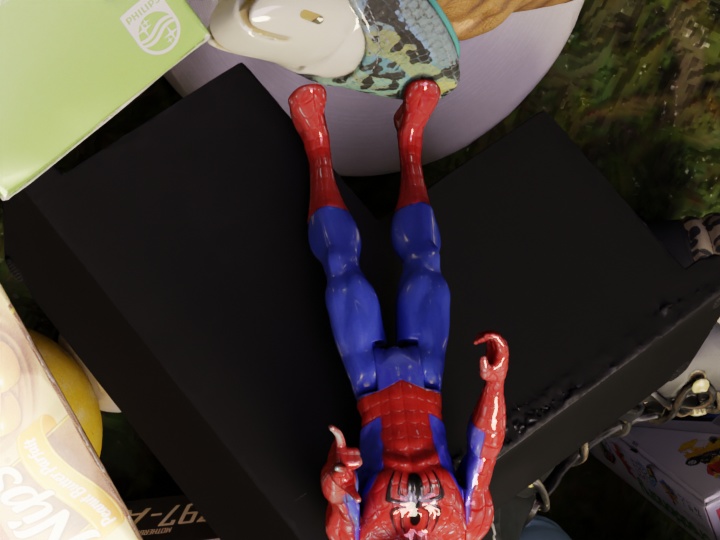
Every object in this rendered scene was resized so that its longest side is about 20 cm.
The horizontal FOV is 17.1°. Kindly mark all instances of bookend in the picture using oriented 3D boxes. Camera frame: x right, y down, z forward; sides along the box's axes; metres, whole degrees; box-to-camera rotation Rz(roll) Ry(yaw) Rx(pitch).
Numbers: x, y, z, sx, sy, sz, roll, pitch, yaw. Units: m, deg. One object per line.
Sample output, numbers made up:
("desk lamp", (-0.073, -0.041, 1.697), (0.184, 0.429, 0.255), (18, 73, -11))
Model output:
("bookend", (0.000, 0.000, 0.913), (0.199, 0.092, 0.200), (-35, 75, -20))

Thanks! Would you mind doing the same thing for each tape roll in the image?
("tape roll", (0.001, -0.139, 0.972), (0.202, 0.037, 0.203), (-6, 109, -19))

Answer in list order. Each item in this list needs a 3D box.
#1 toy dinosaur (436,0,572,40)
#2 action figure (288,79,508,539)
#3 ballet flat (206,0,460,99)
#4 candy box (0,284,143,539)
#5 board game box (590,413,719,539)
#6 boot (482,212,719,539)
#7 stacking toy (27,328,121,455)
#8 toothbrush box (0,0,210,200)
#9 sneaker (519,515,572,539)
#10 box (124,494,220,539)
("toy dinosaur", (0.042, -0.108, 0.936), (0.200, 0.106, 0.061), (0, 84, -63))
("action figure", (0.013, 0.019, 0.804), (0.065, 0.099, 0.200), (-4, 68, -7))
("ballet flat", (-0.047, -0.116, 0.841), (0.074, 0.074, 0.200), (-46, 106, -3))
("candy box", (-0.142, 0.020, 0.764), (0.055, 0.200, 0.116), (-31, 118, -11))
("board game box", (0.209, 0.045, 1.061), (0.200, 0.126, 0.035), (-28, 115, -11))
("boot", (0.097, 0.063, 0.984), (0.153, 0.074, 0.204), (-3, 66, -1))
("stacking toy", (-0.152, 0.071, 0.947), (0.200, 0.146, 0.146), (-30, 116, -30))
("toothbrush box", (-0.153, -0.135, 0.743), (0.086, 0.146, 0.200), (-38, 116, -8))
("sneaker", (0.001, 0.143, 1.047), (0.200, 0.082, 0.074), (-1, 111, 3))
("box", (-0.060, 0.190, 1.005), (0.160, 0.044, 0.200), (-7, 113, 15))
